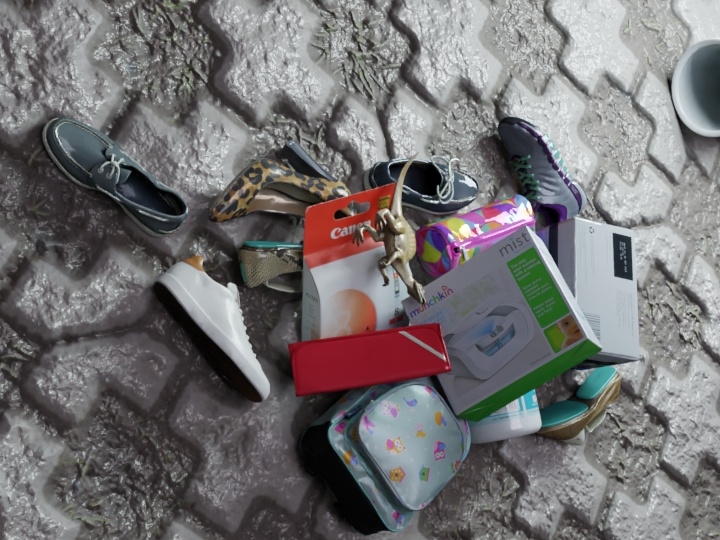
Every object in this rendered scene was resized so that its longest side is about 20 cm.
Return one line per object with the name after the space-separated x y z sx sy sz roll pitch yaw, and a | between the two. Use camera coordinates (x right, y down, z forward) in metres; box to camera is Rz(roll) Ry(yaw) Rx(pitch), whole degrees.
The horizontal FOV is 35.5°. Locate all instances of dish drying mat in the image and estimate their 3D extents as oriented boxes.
0.011 0.110 1.421 0.198 0.018 0.077 -7 57 -7 | dish drying mat

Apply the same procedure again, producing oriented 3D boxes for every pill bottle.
0.184 0.136 1.584 0.110 0.110 0.202 -5 82 -35 | pill bottle

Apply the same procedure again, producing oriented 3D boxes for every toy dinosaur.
0.041 -0.052 1.462 0.101 0.058 0.202 -2 86 -50 | toy dinosaur

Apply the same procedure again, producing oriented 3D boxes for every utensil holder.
0.684 -0.334 2.007 0.199 0.169 0.172 -13 86 -38 | utensil holder

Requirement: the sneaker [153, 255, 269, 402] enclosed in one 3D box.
-0.162 0.067 1.387 0.085 0.073 0.201 -42 101 -31 | sneaker

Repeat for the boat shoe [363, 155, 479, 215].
0.100 -0.128 1.620 0.198 0.062 0.076 9 72 -33 | boat shoe

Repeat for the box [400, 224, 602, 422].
0.185 0.072 1.478 0.178 0.199 0.097 65 15 22 | box

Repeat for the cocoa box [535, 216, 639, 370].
0.326 0.039 1.691 0.132 0.131 0.202 11 73 -31 | cocoa box

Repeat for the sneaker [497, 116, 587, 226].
0.272 -0.144 1.737 0.200 0.074 0.088 47 62 -17 | sneaker

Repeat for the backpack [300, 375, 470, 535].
0.047 0.217 1.450 0.176 0.153 0.200 54 49 -5 | backpack

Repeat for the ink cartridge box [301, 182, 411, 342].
0.000 0.000 1.472 0.161 0.050 0.202 -18 124 -36 | ink cartridge box

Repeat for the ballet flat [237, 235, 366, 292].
-0.074 -0.012 1.478 0.199 0.068 0.076 -11 105 -36 | ballet flat

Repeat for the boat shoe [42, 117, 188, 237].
-0.289 -0.119 1.352 0.200 0.062 0.073 41 59 -19 | boat shoe

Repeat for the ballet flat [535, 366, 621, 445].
0.332 0.219 1.704 0.199 0.067 0.073 -32 116 -39 | ballet flat

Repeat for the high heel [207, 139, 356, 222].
-0.094 -0.079 1.453 0.143 0.071 0.200 45 48 4 | high heel

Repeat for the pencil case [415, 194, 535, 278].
0.171 -0.050 1.638 0.199 0.088 0.089 -23 92 -37 | pencil case
